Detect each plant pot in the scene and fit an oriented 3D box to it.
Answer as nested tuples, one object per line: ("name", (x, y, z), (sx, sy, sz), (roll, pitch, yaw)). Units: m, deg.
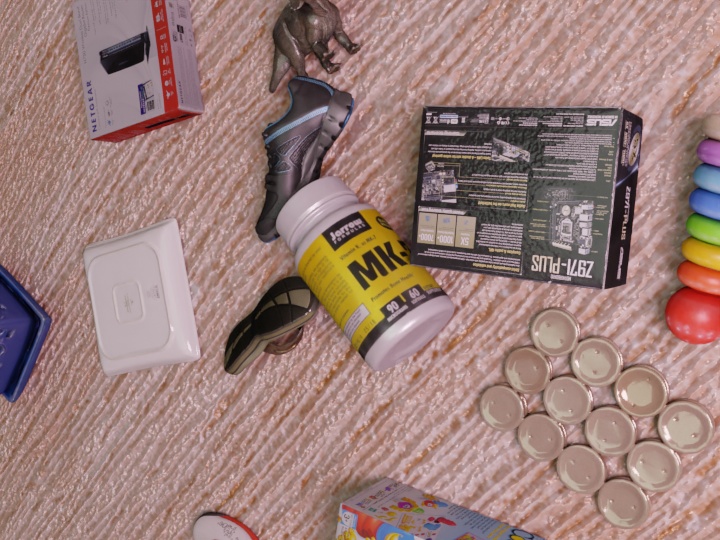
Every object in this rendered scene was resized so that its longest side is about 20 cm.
("plant pot", (-0.608, 0.099, 1.181), (0.200, 0.180, 0.200), (38, 110, 24))

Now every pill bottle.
("pill bottle", (0.000, 0.000, 0.839), (0.114, 0.114, 0.200), (-48, 70, 24))

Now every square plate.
("square plate", (-0.322, 0.043, 1.090), (0.198, 0.028, 0.201), (-13, 86, 32))

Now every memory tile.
("memory tile", (0.229, 0.144, 0.763), (0.200, 0.017, 0.154), (38, 111, 25))

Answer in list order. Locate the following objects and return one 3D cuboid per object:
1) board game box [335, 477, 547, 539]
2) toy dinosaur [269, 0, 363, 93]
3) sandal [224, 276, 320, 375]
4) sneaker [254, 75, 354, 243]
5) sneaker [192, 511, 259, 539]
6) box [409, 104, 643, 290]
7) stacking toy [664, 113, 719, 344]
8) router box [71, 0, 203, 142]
("board game box", (0.081, 0.313, 0.811), (0.200, 0.105, 0.103), (13, 100, 31))
("toy dinosaur", (-0.062, -0.275, 0.886), (0.102, 0.077, 0.200), (60, 153, 2))
("sandal", (-0.104, 0.072, 0.942), (0.201, 0.057, 0.080), (-39, 34, 44))
("sneaker", (-0.083, -0.129, 0.897), (0.082, 0.073, 0.200), (27, 99, -4))
("sneaker", (-0.166, 0.386, 0.965), (0.201, 0.108, 0.067), (31, 108, 27))
("box", (0.160, -0.075, 0.752), (0.199, 0.086, 0.164), (7, 96, 31))
("stacking toy", (0.314, -0.031, 0.669), (0.085, 0.085, 0.201), (22, 108, 29))
("router box", (-0.308, -0.293, 1.051), (0.179, 0.049, 0.201), (-10, 87, 32))
